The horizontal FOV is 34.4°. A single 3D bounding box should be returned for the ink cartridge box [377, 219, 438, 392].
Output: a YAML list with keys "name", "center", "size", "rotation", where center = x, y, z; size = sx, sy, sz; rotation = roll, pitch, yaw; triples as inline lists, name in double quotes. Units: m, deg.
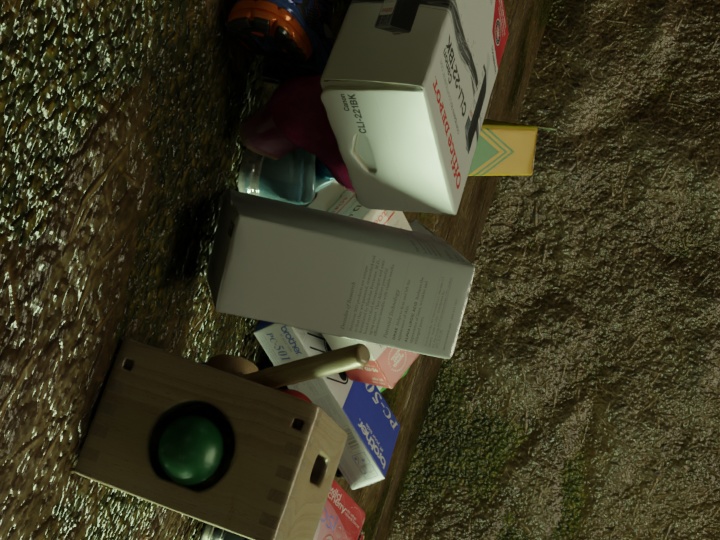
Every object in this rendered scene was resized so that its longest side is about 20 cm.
- name: "ink cartridge box"
  center: [0.022, 0.056, 1.381]
  size: [0.145, 0.084, 0.202]
  rotation: [-28, 149, -48]

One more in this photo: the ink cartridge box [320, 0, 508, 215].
- name: "ink cartridge box"
  center: [0.048, -0.166, 0.902]
  size: [0.145, 0.082, 0.202]
  rotation: [68, 34, -52]

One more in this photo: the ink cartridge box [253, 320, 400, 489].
- name: "ink cartridge box"
  center: [-0.030, 0.114, 1.190]
  size: [0.202, 0.044, 0.094]
  rotation: [60, 24, -18]

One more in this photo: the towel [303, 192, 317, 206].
- name: "towel"
  center: [-0.001, -0.102, 1.181]
  size: [0.143, 0.023, 0.203]
  rotation: [21, 84, -40]

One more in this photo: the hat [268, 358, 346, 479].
- name: "hat"
  center: [-0.066, 0.144, 1.248]
  size: [0.201, 0.080, 0.203]
  rotation: [51, 27, -38]

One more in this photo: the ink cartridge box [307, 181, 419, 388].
- name: "ink cartridge box"
  center: [0.000, 0.000, 1.136]
  size: [0.117, 0.067, 0.202]
  rotation: [-48, 123, -29]

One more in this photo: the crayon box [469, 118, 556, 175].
- name: "crayon box"
  center: [0.086, -0.127, 1.156]
  size: [0.198, 0.126, 0.052]
  rotation: [-5, 105, -41]

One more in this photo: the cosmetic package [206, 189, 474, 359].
- name: "cosmetic package"
  center: [-0.020, 0.001, 0.936]
  size: [0.113, 0.196, 0.083]
  rotation: [-125, -133, -74]

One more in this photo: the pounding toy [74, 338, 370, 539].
- name: "pounding toy"
  center: [-0.088, 0.116, 0.858]
  size: [0.200, 0.181, 0.144]
  rotation: [66, 42, -73]

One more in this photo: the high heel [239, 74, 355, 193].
- name: "high heel"
  center: [0.002, -0.116, 0.950]
  size: [0.198, 0.095, 0.069]
  rotation: [14, 62, -42]

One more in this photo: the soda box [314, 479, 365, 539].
- name: "soda box"
  center: [-0.076, 0.210, 1.117]
  size: [0.201, 0.063, 0.071]
  rotation: [51, 47, -34]

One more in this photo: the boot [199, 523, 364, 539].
- name: "boot"
  center: [-0.078, 0.275, 1.222]
  size: [0.204, 0.151, 0.075]
  rotation: [50, 58, -78]

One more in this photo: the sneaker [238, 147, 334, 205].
- name: "sneaker"
  center: [-0.037, -0.112, 1.045]
  size: [0.201, 0.081, 0.075]
  rotation: [-60, 164, -49]

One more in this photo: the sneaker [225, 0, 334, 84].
- name: "sneaker"
  center: [-0.046, -0.192, 0.917]
  size: [0.200, 0.074, 0.080]
  rotation: [46, 59, -79]
